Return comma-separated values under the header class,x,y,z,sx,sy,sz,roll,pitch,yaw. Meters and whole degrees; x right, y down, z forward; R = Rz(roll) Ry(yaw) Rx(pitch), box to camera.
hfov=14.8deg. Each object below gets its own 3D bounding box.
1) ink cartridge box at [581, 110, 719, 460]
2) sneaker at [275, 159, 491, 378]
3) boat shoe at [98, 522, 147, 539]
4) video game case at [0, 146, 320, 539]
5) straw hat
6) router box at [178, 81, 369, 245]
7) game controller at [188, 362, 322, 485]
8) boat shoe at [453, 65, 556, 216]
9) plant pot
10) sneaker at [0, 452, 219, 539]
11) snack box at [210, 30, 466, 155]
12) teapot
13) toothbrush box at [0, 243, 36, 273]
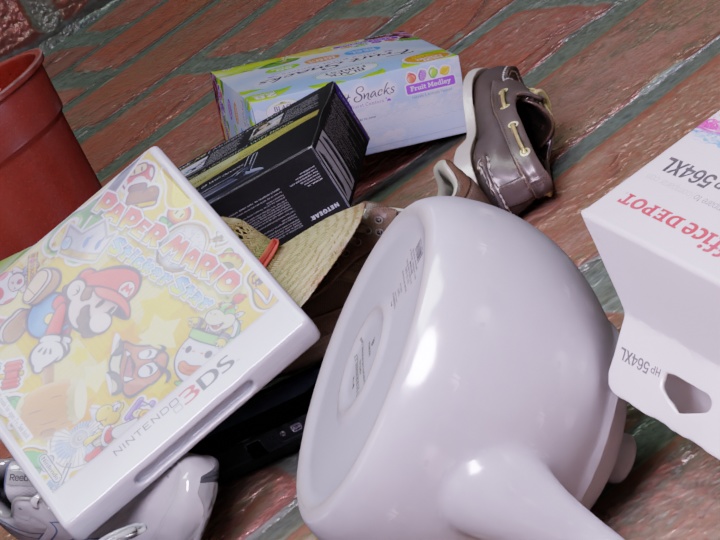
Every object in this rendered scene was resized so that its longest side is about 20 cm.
class,x,y,z,sx,sy,sz,roll,pitch,yaw
ink cartridge box,0.209,-0.003,1.244,0.200,0.125,0.129,-36,30,-15
sneaker,0.000,0.000,1.748,0.200,0.076,0.070,-29,2,-28
boat shoe,-0.133,0.179,1.525,0.075,0.062,0.200,-40,16,-18
video game case,-0.142,0.038,1.621,0.182,0.023,0.200,-40,46,-3
straw hat,-0.092,0.007,1.700,0.201,0.085,0.201,-49,7,8
router box,-0.096,-0.040,1.866,0.200,0.052,0.157,-28,15,15
game controller,-0.064,0.092,1.700,0.200,0.042,0.104,-25,17,23
boat shoe,0.105,-0.093,1.895,0.060,0.072,0.200,-22,21,16
plant pot,-0.298,-0.050,2.319,0.201,0.195,0.201,-30,15,9
sneaker,-0.159,0.137,1.623,0.200,0.087,0.075,-14,57,47
snack box,-0.018,-0.134,2.176,0.169,0.068,0.200,-13,14,-10
teapot,0.065,0.066,1.344,0.197,0.146,0.200,139,149,-64
toothbrush box,-0.269,0.048,2.166,0.200,0.086,0.146,-22,19,30
